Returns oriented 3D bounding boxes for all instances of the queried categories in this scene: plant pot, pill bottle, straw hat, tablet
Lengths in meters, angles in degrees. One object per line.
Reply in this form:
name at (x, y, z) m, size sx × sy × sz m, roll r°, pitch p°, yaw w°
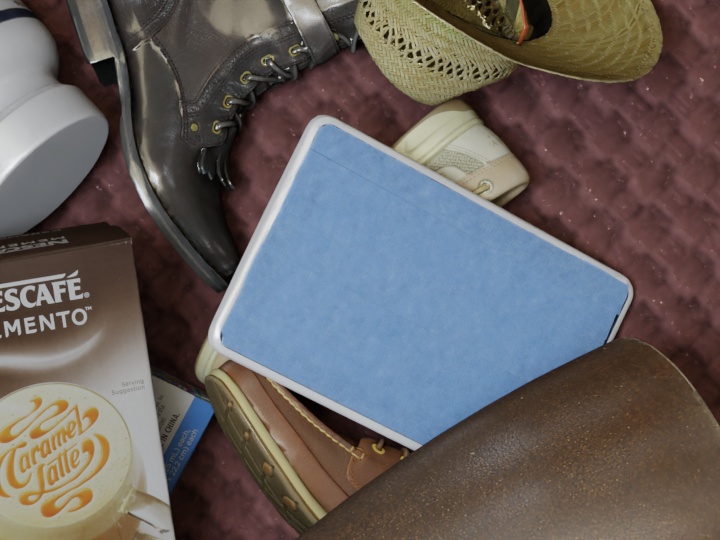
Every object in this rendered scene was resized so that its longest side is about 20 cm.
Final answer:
plant pot at (0.062, 0.149, 1.105) m, size 0.200 × 0.187 × 0.187 m, roll -17°, pitch 83°, yaw -16°
pill bottle at (-0.231, -0.114, 1.234) m, size 0.116 × 0.116 × 0.200 m, roll -46°, pitch 77°, yaw 4°
straw hat at (0.046, -0.130, 1.186) m, size 0.201 × 0.201 × 0.085 m, roll 41°, pitch 122°, yaw 10°
tablet at (0.033, 0.022, 1.186) m, size 0.200 × 0.014 × 0.130 m, roll 27°, pitch 84°, yaw -20°

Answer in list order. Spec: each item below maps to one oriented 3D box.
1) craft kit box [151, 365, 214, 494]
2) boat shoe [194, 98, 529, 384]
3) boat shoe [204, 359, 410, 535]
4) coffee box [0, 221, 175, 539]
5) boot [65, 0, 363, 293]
craft kit box at (-0.207, 0.110, 1.220) m, size 0.197 × 0.049 × 0.200 m, roll 29°, pitch 91°, yaw -17°
boat shoe at (0.000, 0.000, 1.219) m, size 0.200 × 0.072 × 0.065 m, roll -43°, pitch 80°, yaw -1°
boat shoe at (0.000, 0.115, 1.202) m, size 0.068 × 0.072 × 0.200 m, roll -42°, pitch 99°, yaw -13°
coffee box at (-0.159, 0.085, 1.164) m, size 0.114 × 0.080 × 0.200 m, roll -10°, pitch 100°, yaw -13°
boot at (-0.048, -0.106, 1.237) m, size 0.174 × 0.069 × 0.200 m, roll -22°, pitch 90°, yaw -1°
